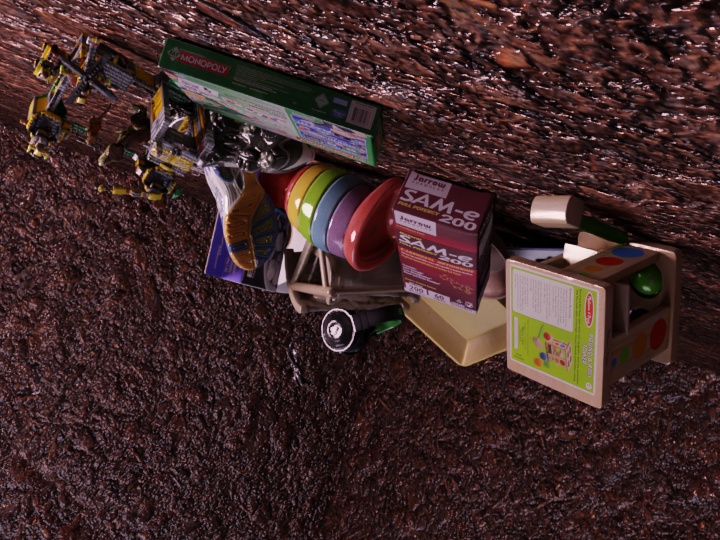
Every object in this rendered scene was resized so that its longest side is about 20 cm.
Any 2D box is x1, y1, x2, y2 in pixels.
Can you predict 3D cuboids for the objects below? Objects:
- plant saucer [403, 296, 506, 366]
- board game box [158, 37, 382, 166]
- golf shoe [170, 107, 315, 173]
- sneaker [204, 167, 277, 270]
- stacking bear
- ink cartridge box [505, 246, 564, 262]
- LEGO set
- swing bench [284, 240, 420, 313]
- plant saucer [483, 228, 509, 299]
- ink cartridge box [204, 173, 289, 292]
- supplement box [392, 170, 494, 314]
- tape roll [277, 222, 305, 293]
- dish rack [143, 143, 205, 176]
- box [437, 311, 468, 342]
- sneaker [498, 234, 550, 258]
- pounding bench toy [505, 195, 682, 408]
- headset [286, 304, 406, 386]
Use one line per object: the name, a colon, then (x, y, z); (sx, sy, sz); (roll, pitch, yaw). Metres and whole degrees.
plant saucer: (0.174, 0.063, 1.297); (0.199, 0.049, 0.199); (42, 144, -12)
board game box: (-0.075, -0.153, 0.709); (0.196, 0.030, 0.135); (19, 179, 3)
golf shoe: (-0.146, -0.149, 0.882); (0.197, 0.079, 0.088); (19, -172, 26)
sneaker: (-0.163, -0.104, 1.006); (0.074, 0.205, 0.088); (-17, -155, -20)
stacking bear: (-0.051, -0.093, 1.001); (0.198, 0.113, 0.123); (31, 140, 25)
ink cartridge box: (0.295, 0.028, 1.040); (0.193, 0.044, 0.202); (4, 137, 43)
LEGO set: (-0.242, -0.137, 0.771); (0.199, 0.153, 0.117); (33, -154, -38)
swing bench: (0.000, 0.000, 1.204); (0.194, 0.133, 0.200); (-1, 164, -22)
plant saucer: (0.129, -0.037, 1.037); (0.198, 0.037, 0.201); (31, 160, 13)
ink cartridge box: (-0.163, -0.077, 1.182); (0.042, 0.203, 0.200); (10, 177, 17)
supplement box: (0.104, -0.030, 0.935); (0.107, 0.062, 0.201); (18, 155, 18)
tape roll: (-0.157, -0.064, 1.436); (0.198, 0.207, 0.139); (18, 179, 15)
dish rack: (-0.258, -0.185, 1.273); (0.197, 0.056, 0.153); (20, 177, 26)
box: (0.232, 0.062, 1.424); (0.195, 0.098, 0.100); (-10, -169, -3)
sneaker: (0.222, -0.012, 1.134); (0.197, 0.069, 0.089); (22, -175, 25)
pounding bench toy: (0.249, 0.005, 0.792); (0.154, 0.205, 0.123); (-19, -156, -34)
headset: (-0.020, 0.110, 1.184); (0.196, 0.096, 0.124); (-18, 168, 5)
